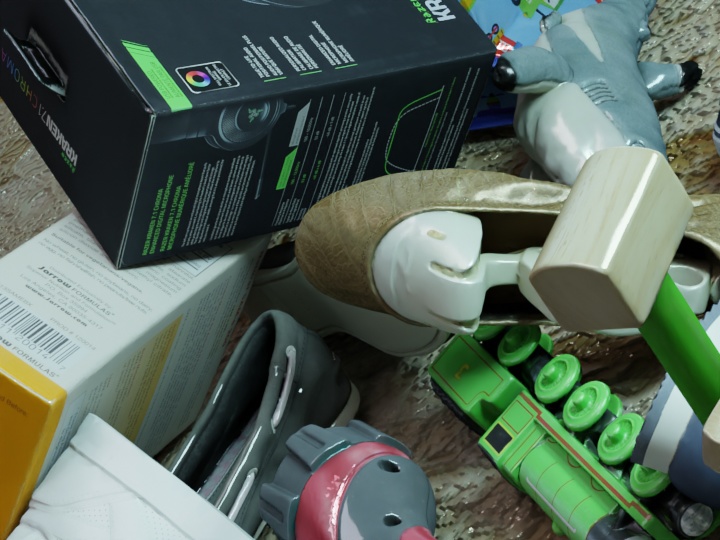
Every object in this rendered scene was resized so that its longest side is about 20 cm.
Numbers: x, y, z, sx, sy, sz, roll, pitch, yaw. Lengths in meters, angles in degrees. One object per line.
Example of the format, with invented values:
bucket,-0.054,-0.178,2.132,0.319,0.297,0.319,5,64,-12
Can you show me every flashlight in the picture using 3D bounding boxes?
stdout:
flashlight,0.034,0.115,0.796,0.067,0.068,0.200,0,12,-31

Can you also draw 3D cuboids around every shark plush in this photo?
shark plush,0.127,-0.087,1.030,0.083,0.092,0.200,4,27,19

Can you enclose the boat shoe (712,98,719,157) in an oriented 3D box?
boat shoe,0.196,-0.103,0.862,0.071,0.091,0.200,-38,9,-25

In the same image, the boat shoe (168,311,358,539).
boat shoe,-0.072,0.103,0.927,0.067,0.057,0.201,-6,41,46

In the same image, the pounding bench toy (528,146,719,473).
pounding bench toy,0.146,0.055,0.589,0.199,0.157,0.124,23,58,25

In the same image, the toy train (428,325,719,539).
toy train,0.080,0.067,0.839,0.056,0.042,0.200,-47,27,2

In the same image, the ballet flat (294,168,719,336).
ballet flat,0.069,0.001,0.848,0.198,0.068,0.072,4,25,4

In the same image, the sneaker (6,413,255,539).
sneaker,-0.073,0.153,0.822,0.199,0.074,0.116,32,79,36

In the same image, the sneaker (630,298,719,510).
sneaker,0.178,0.026,0.773,0.082,0.070,0.200,30,51,19

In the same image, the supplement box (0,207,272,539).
supplement box,-0.131,0.045,0.953,0.200,0.073,0.127,-41,-21,-57

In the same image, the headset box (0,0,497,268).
headset box,-0.071,-0.106,0.979,0.199,0.093,0.174,-13,50,-32

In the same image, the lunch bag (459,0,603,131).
lunch bag,0.045,-0.141,1.167,0.199,0.094,0.151,-19,33,53

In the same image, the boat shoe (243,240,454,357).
boat shoe,0.000,0.000,0.990,0.057,0.067,0.200,-45,16,-20
